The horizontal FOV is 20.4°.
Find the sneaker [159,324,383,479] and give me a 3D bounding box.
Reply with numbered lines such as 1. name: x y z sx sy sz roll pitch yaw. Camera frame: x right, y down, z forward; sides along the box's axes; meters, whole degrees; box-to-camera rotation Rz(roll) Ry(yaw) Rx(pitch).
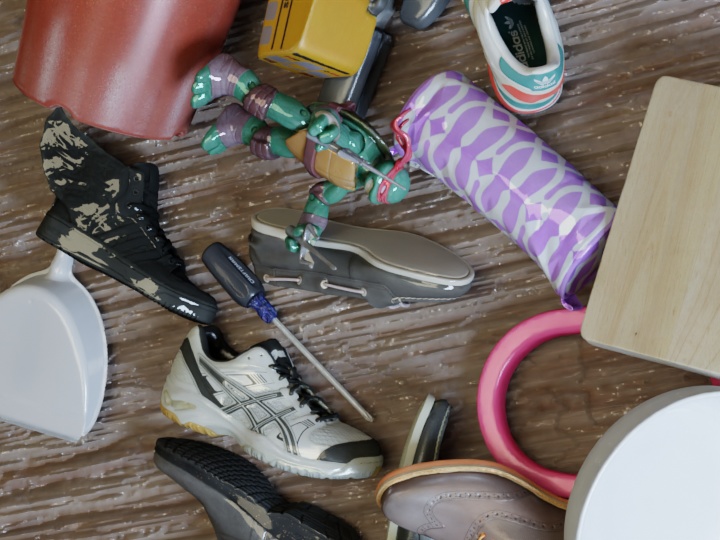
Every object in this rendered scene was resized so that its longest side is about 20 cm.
1. sneaker: -0.068 0.102 1.576 0.199 0.076 0.088 20 96 22

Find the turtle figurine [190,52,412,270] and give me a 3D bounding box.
1. turtle figurine: -0.034 -0.084 1.505 0.199 0.101 0.150 31 137 24

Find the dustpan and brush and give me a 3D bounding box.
1. dustpan and brush: -0.263 0.029 1.683 0.139 0.057 0.201 14 101 22

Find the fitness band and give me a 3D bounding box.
1. fitness band: 0.183 0.098 1.488 0.199 0.037 0.145 -4 86 22

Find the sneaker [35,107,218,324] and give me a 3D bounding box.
1. sneaker: -0.188 -0.043 1.638 0.199 0.060 0.105 28 84 9

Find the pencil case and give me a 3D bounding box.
1. pencil case: 0.108 -0.065 1.492 0.200 0.084 0.086 42 111 23

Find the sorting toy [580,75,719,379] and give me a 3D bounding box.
1. sorting toy: 0.282 -0.015 1.413 0.198 0.070 0.201 15 81 23

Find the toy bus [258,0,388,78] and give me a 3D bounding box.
1. toy bus: -0.017 -0.252 1.528 0.078 0.065 0.201 3 79 53

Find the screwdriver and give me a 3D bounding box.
1. screwdriver: -0.060 0.050 1.597 0.028 0.029 0.200 -49 67 15

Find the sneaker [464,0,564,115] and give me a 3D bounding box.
1. sneaker: 0.107 -0.219 1.490 0.070 0.093 0.201 -18 82 -6

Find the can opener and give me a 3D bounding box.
1. can opener: 0.012 -0.172 1.562 0.066 0.053 0.201 28 100 21

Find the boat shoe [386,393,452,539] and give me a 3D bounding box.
1. boat shoe: 0.052 0.196 1.532 0.067 0.072 0.202 8 90 3

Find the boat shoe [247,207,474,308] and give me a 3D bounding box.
1. boat shoe: 0.000 0.000 1.562 0.199 0.067 0.057 16 118 28

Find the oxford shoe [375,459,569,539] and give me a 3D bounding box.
1. oxford shoe: 0.106 0.192 1.455 0.199 0.073 0.072 12 131 -1

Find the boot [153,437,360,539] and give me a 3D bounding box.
1. boot: -0.105 0.228 1.596 0.199 0.070 0.132 30 105 26

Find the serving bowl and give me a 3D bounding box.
1. serving bowl: 0.225 0.170 1.409 0.066 0.199 0.201 36 106 63

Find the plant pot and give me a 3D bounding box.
1. plant pot: -0.180 -0.220 1.582 0.200 0.200 0.196 26 106 22
